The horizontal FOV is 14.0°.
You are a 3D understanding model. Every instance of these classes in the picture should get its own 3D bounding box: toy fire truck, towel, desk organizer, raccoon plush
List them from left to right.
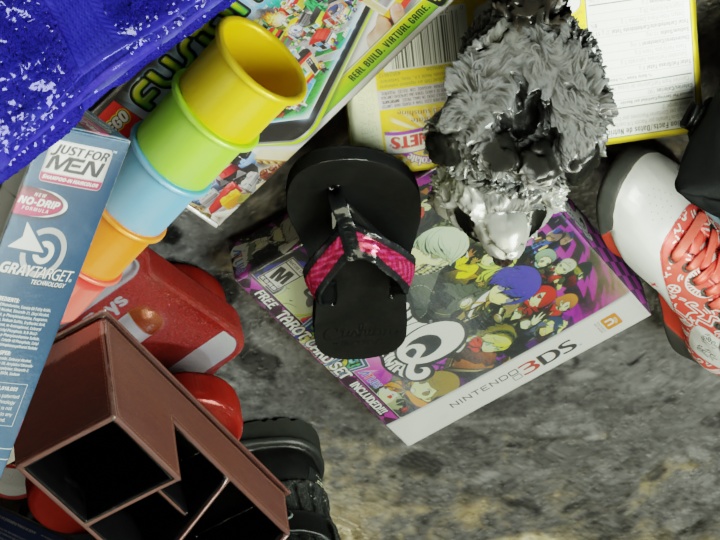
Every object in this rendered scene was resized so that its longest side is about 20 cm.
[{"bbox_3d":[-0.144,-0.149,1.424,0.049,0.200,0.148,5,129,50],"label":"towel"},{"bbox_3d":[-0.172,0.053,1.710,0.200,0.112,0.168,-32,132,22],"label":"toy fire truck"},{"bbox_3d":[-0.115,0.117,1.648,0.072,0.077,0.200,-27,134,16],"label":"desk organizer"},{"bbox_3d":[0.095,-0.103,1.598,0.097,0.200,0.134,20,170,1],"label":"raccoon plush"}]

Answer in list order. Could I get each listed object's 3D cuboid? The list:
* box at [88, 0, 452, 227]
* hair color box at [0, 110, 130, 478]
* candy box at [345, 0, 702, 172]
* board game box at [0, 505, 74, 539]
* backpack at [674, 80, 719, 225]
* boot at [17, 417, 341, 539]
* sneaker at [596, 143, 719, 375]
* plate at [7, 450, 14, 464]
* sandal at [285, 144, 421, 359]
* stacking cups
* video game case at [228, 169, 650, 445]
[{"bbox_3d":[-0.052,-0.122,1.571,0.110,0.035,0.200,33,114,-32],"label":"box"},{"bbox_3d":[-0.201,0.000,1.541,0.060,0.100,0.200,10,108,-43],"label":"hair color box"},{"bbox_3d":[0.089,-0.113,1.632,0.199,0.026,0.102,-8,118,-3],"label":"candy box"},{"bbox_3d":[-0.191,0.223,1.832,0.062,0.200,0.200,-53,136,-20],"label":"board game box"},{"bbox_3d":[0.283,-0.052,1.670,0.153,0.163,0.200,21,162,28],"label":"backpack"},{"bbox_3d":[-0.108,0.181,1.822,0.211,0.158,0.080,-16,136,5],"label":"boot"},{"bbox_3d":[0.216,0.004,1.732,0.067,0.108,0.201,-52,141,-16],"label":"sneaker"},{"bbox_3d":[-0.284,0.047,1.596,0.199,0.032,0.200,-20,126,-27],"label":"plate"},{"bbox_3d":[0.000,0.000,1.670,0.075,0.045,0.200,-5,142,1],"label":"sandal"},{"bbox_3d":[-0.113,-0.051,1.560,0.060,0.061,0.200,26,125,-33],"label":"stacking cups"},{"bbox_3d":[0.050,0.006,1.761,0.181,0.036,0.200,-29,133,16],"label":"video game case"}]
